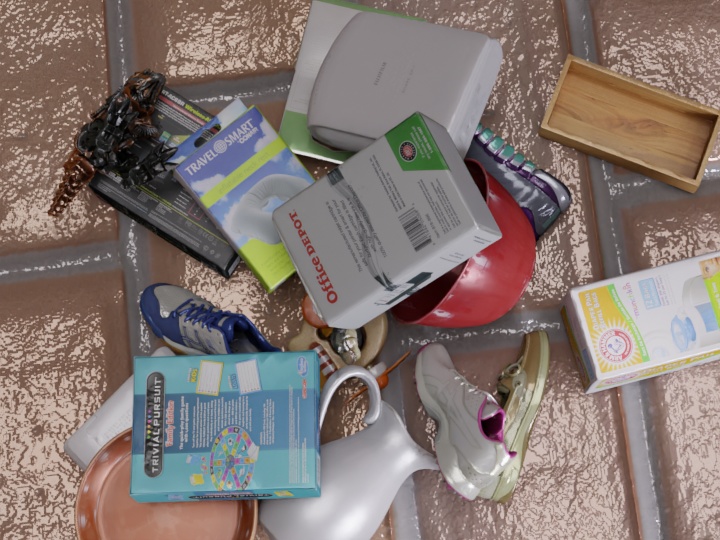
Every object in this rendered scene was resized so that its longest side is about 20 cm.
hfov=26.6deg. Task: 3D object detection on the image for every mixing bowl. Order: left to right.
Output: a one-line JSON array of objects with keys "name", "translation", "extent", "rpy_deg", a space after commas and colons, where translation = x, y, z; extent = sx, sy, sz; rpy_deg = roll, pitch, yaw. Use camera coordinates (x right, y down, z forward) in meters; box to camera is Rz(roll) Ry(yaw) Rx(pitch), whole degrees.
[{"name": "mixing bowl", "translation": [0.127, -0.013, 1.722], "extent": [0.108, 0.200, 0.201], "rpy_deg": [25, 77, -22]}]

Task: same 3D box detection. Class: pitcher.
[{"name": "pitcher", "translation": [-0.029, 0.219, 1.679], "extent": [0.200, 0.121, 0.172], "rpy_deg": [-40, 106, -12]}]

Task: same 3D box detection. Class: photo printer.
[{"name": "photo printer", "translation": [-0.209, 0.211, 1.717], "extent": [0.200, 0.069, 0.166], "rpy_deg": [43, 81, 8]}, {"name": "photo printer", "translation": [0.042, -0.206, 1.731], "extent": [0.199, 0.069, 0.167], "rpy_deg": [16, 74, 26]}]

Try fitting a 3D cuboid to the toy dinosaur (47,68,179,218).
[{"name": "toy dinosaur", "translation": [-0.279, -0.141, 1.725], "extent": [0.102, 0.135, 0.201], "rpy_deg": [21, 86, -35]}]

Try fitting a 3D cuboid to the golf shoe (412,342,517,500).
[{"name": "golf shoe", "translation": [0.119, 0.155, 1.696], "extent": [0.091, 0.075, 0.201], "rpy_deg": [-35, 49, 23]}]

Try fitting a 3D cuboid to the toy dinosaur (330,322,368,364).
[{"name": "toy dinosaur", "translation": [0.000, 0.000, 1.692], "extent": [0.087, 0.047, 0.202], "rpy_deg": [-7, 81, -4]}]

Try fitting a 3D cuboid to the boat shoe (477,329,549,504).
[{"name": "boat shoe", "translation": [0.165, 0.160, 1.728], "extent": [0.063, 0.073, 0.202], "rpy_deg": [17, 85, -1]}]

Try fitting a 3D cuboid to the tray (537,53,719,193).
[{"name": "tray", "translation": [0.323, -0.175, 1.820], "extent": [0.199, 0.037, 0.099], "rpy_deg": [21, 78, 4]}]

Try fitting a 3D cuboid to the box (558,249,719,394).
[{"name": "box", "translation": [0.339, 0.058, 1.733], "extent": [0.199, 0.101, 0.113], "rpy_deg": [-14, 77, -3]}]

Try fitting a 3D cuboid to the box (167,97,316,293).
[{"name": "box", "translation": [-0.119, -0.090, 1.732], "extent": [0.122, 0.048, 0.200], "rpy_deg": [-39, 88, -11]}]

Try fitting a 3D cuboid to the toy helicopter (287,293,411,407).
[{"name": "toy helicopter", "translation": [-0.029, 0.122, 1.742], "extent": [0.132, 0.079, 0.201], "rpy_deg": [25, 91, 8]}]

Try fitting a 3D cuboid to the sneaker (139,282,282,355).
[{"name": "sneaker", "translation": [-0.162, 0.065, 1.730], "extent": [0.199, 0.088, 0.075], "rpy_deg": [34, 54, 9]}]

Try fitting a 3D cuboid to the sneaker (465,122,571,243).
[{"name": "sneaker", "translation": [0.148, -0.111, 1.789], "extent": [0.199, 0.074, 0.088], "rpy_deg": [36, 87, 8]}]

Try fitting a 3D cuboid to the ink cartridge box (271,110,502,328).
[{"name": "ink cartridge box", "translation": [0.026, -0.049, 1.612], "extent": [0.199, 0.083, 0.147], "rpy_deg": [-32, 72, 18]}]

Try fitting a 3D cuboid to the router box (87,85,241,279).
[{"name": "router box", "translation": [-0.198, -0.106, 1.793], "extent": [0.199, 0.062, 0.150], "rpy_deg": [32, 80, 7]}]

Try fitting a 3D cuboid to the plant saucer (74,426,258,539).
[{"name": "plant saucer", "translation": [-0.210, 0.263, 1.654], "extent": [0.199, 0.032, 0.202], "rpy_deg": [0, 77, 1]}]

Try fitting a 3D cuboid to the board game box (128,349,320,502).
[{"name": "board game box", "translation": [-0.143, 0.167, 1.628], "extent": [0.198, 0.047, 0.152], "rpy_deg": [-2, 71, 4]}]

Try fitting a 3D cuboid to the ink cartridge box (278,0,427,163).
[{"name": "ink cartridge box", "translation": [-0.010, -0.219, 1.826], "extent": [0.145, 0.048, 0.201], "rpy_deg": [13, 79, 3]}]
